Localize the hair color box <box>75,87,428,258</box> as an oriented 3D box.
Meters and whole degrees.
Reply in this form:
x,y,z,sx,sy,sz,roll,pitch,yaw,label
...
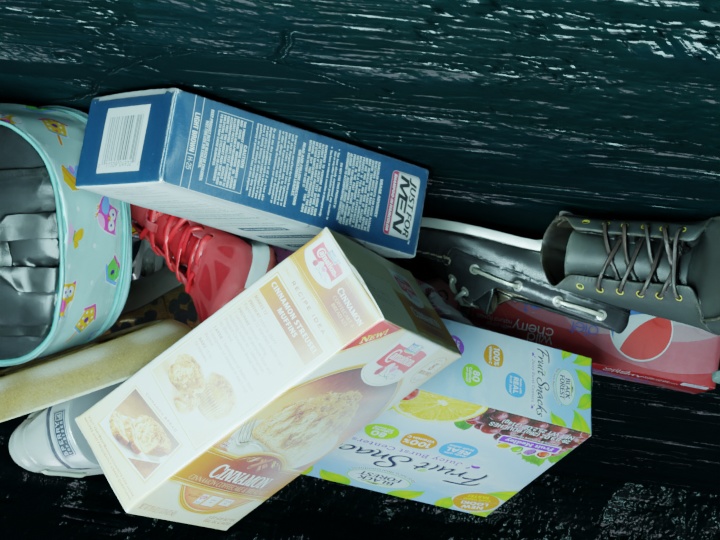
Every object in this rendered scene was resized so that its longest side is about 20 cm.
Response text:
x,y,z,sx,sy,sz,roll,pitch,yaw,label
-0.066,-0.057,1.505,0.199,0.061,0.100,17,170,-37,hair color box

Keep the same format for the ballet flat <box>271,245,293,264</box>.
x,y,z,sx,sy,sz,roll,pitch,yaw,label
-0.079,0.031,1.708,0.069,0.071,0.200,44,142,12,ballet flat

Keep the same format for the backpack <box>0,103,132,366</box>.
x,y,z,sx,sy,sz,roll,pitch,yaw,label
-0.237,-0.025,1.560,0.199,0.178,0.153,3,-174,37,backpack

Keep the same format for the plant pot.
x,y,z,sx,sy,sz,roll,pitch,yaw,label
-0.195,0.067,1.558,0.198,0.028,0.200,-19,-177,1,plant pot

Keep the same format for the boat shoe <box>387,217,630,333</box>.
x,y,z,sx,sy,sz,roll,pitch,yaw,label
0.097,0.002,1.704,0.198,0.061,0.074,9,176,12,boat shoe

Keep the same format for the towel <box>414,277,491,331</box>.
x,y,z,sx,sy,sz,roll,pitch,yaw,label
0.000,0.000,1.755,0.199,0.030,0.146,25,177,25,towel

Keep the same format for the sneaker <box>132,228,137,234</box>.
x,y,z,sx,sy,sz,roll,pitch,yaw,label
-0.239,-0.048,1.745,0.198,0.071,0.090,4,167,24,sneaker

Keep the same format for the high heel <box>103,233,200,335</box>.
x,y,z,sx,sy,sz,roll,pitch,yaw,label
-0.125,0.044,1.830,0.199,0.143,0.072,21,-149,-12,high heel

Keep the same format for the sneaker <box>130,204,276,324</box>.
x,y,z,sx,sy,sz,roll,pitch,yaw,label
-0.125,-0.017,1.599,0.115,0.079,0.200,24,-166,-15,sneaker

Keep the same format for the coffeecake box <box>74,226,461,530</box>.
x,y,z,sx,sy,sz,roll,pitch,yaw,label
-0.054,0.072,1.513,0.199,0.073,0.153,-37,159,11,coffeecake box

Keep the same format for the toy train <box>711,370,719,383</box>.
x,y,z,sx,sy,sz,roll,pitch,yaw,label
0.316,0.055,1.751,0.113,0.086,0.200,-2,169,15,toy train

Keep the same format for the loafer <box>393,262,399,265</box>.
x,y,z,sx,sy,sz,roll,pitch,yaw,label
-0.060,0.040,1.898,0.198,0.068,0.076,-18,152,1,loafer

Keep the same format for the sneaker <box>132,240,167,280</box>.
x,y,z,sx,sy,sz,roll,pitch,yaw,label
-0.173,-0.011,1.874,0.198,0.081,0.146,17,175,-7,sneaker

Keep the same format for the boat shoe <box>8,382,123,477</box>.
x,y,z,sx,sy,sz,roll,pitch,yaw,label
-0.164,0.105,1.652,0.065,0.073,0.200,-17,-179,28,boat shoe

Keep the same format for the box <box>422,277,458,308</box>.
x,y,z,sx,sy,sz,roll,pitch,yaw,label
0.028,0.084,1.991,0.199,0.110,0.128,-14,163,27,box

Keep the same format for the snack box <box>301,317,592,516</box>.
x,y,z,sx,sy,sz,roll,pitch,yaw,label
0.040,0.099,1.721,0.199,0.068,0.169,16,148,-19,snack box

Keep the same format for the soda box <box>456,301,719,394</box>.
x,y,z,sx,sy,sz,roll,pitch,yaw,label
0.173,0.040,1.837,0.198,0.071,0.063,11,172,-7,soda box

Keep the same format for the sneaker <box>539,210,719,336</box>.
x,y,z,sx,sy,sz,roll,pitch,yaw,label
0.191,0.001,1.528,0.105,0.076,0.200,11,173,-19,sneaker
